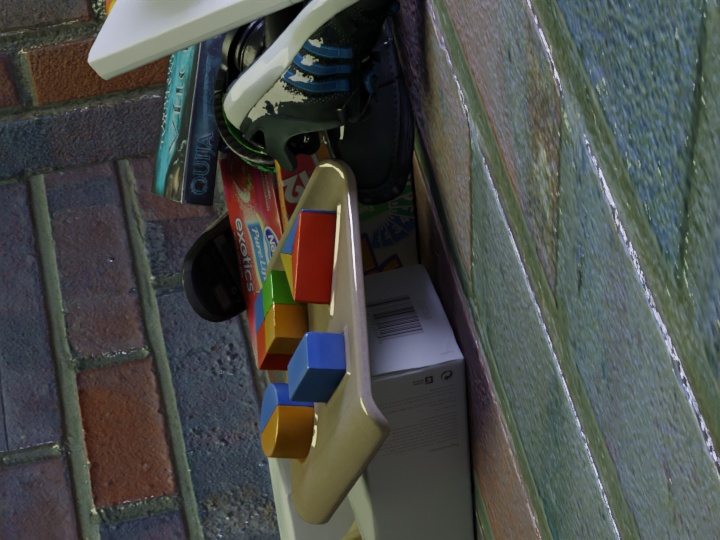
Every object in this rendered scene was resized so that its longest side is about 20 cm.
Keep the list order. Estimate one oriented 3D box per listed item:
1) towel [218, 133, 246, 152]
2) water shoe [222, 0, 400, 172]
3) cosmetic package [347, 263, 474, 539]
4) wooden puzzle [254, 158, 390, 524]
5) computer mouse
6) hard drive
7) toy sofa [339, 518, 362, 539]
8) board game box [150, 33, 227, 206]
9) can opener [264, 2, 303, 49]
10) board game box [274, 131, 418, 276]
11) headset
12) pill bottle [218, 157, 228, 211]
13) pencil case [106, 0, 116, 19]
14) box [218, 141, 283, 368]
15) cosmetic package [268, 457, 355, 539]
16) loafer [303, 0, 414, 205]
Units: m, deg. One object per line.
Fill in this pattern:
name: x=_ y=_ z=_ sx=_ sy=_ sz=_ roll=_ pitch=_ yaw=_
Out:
towel: x=-0.077 y=-0.149 z=1.734 sx=0.022 sy=0.147 sz=0.200 roll=51 pitch=174 yaw=-15
water shoe: x=-0.010 y=-0.138 z=1.356 sx=0.079 sy=0.072 sz=0.200 roll=47 pitch=137 yaw=-3
cosmetic package: x=0.028 y=0.109 z=1.506 sx=0.113 sy=0.081 sz=0.200 roll=-112 pitch=14 yaw=-51
wooden puzzle: x=-0.036 y=0.051 z=1.427 sx=0.185 sy=0.046 sz=0.201 roll=121 pitch=145 yaw=-58
computer mouse: x=-0.077 y=-0.003 z=1.811 sx=0.046 sy=0.200 sz=0.141 roll=-4 pitch=124 yaw=47
hard drive: x=-0.090 y=-0.207 z=1.429 sx=0.027 sy=0.200 sz=0.132 roll=47 pitch=-134 yaw=-30
toy sofa: x=0.026 y=0.163 z=1.712 sx=0.083 sy=0.097 sz=0.200 roll=53 pitch=-169 yaw=-35
board game box: x=-0.132 y=-0.155 z=1.675 sx=0.135 sy=0.028 sz=0.201 roll=-161 pitch=78 yaw=-74
can opener: x=-0.049 y=-0.200 z=1.495 sx=0.063 sy=0.078 sz=0.201 roll=18 pitch=-106 yaw=-69
board game box: x=-0.007 y=-0.021 z=1.539 sx=0.030 sy=0.095 sz=0.200 roll=-109 pitch=10 yaw=-50
headset: x=-0.048 y=-0.173 z=1.552 sx=0.094 sy=0.123 sz=0.201 roll=41 pitch=-124 yaw=-57
pill bottle: x=-0.072 y=-0.068 z=1.994 sx=0.113 sy=0.113 sz=0.201 roll=-123 pitch=23 yaw=-75
pencil case: x=-0.124 y=-0.233 z=1.842 sx=0.088 sy=0.199 sz=0.089 roll=169 pitch=90 yaw=-75
box: x=-0.041 y=-0.023 z=1.738 sx=0.095 sy=0.099 sz=0.201 roll=-4 pitch=96 yaw=61
cosmetic package: x=-0.010 y=0.247 z=1.925 sx=0.200 sy=0.123 sz=0.200 roll=-115 pitch=16 yaw=-72
loafer: x=-0.008 y=-0.144 z=1.428 sx=0.070 sy=0.068 sz=0.201 roll=35 pitch=-134 yaw=-71
